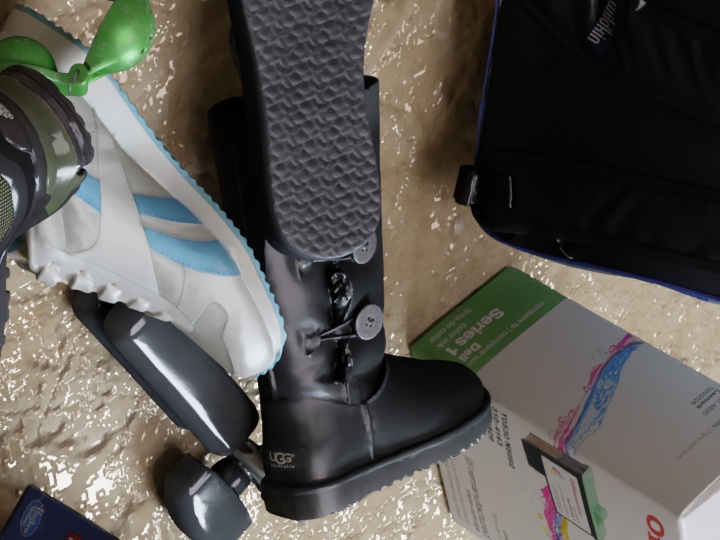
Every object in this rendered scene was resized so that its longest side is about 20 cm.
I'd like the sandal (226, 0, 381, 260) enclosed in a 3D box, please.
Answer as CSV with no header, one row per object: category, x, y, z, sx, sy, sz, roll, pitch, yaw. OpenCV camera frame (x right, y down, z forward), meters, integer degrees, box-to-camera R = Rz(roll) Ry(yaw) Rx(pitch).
sandal,-0.031,-0.105,1.151,0.076,0.043,0.200,0,92,-26

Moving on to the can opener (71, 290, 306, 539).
can opener,-0.081,0.073,1.234,0.066,0.053,0.200,-47,139,-15

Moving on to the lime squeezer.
lime squeezer,-0.129,-0.100,1.029,0.200,0.038,0.071,-32,101,-9

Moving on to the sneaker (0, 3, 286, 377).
sneaker,-0.110,-0.019,1.111,0.081,0.076,0.200,-46,117,-11

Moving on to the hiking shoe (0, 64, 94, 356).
hiking shoe,-0.186,0.004,1.017,0.101,0.076,0.200,-23,150,-50

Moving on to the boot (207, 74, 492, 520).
boot,0.000,0.000,1.250,0.165,0.066,0.200,-28,113,-53

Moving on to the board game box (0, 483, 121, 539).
board game box,-0.144,0.214,1.206,0.200,0.062,0.200,-60,158,-3

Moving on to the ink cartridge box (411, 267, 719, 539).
ink cartridge box,0.133,0.109,1.365,0.084,0.200,0.145,-37,136,-24

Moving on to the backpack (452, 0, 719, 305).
backpack,0.173,-0.086,1.281,0.147,0.200,0.183,-32,136,-57
